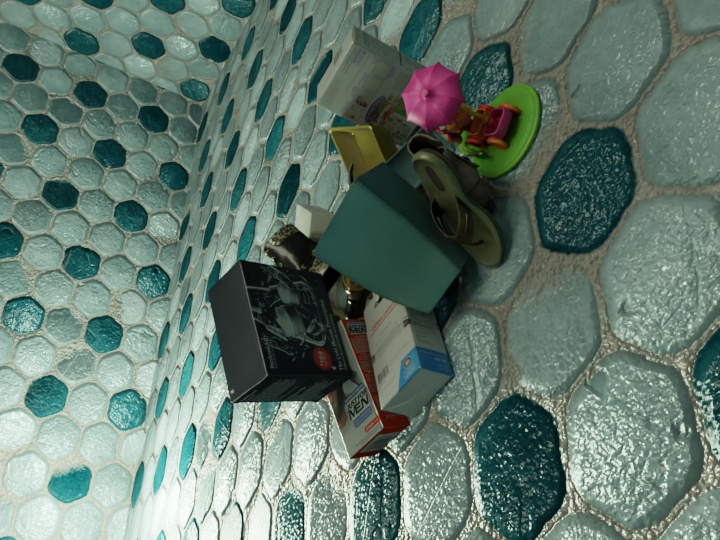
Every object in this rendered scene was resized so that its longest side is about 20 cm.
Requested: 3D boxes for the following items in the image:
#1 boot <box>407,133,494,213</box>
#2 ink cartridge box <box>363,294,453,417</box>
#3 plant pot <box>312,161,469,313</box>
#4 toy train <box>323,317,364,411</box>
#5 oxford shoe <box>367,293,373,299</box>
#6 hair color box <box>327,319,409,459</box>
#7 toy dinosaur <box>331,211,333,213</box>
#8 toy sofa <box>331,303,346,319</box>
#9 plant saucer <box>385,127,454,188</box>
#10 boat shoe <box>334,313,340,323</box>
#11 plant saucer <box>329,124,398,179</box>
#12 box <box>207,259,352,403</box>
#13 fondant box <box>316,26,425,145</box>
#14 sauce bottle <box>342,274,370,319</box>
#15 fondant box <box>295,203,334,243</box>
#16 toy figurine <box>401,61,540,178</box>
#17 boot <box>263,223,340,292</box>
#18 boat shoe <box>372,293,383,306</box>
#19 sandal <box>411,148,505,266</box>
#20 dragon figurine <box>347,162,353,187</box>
[{"bbox_3d":[0.123,-0.154,0.981,0.071,0.146,0.199,-53,32,-3],"label":"boot"},{"bbox_3d":[0.071,0.115,1.021,0.117,0.067,0.202,-53,33,34],"label":"ink cartridge box"},{"bbox_3d":[0.059,-0.039,0.974,0.142,0.199,0.141,-56,-6,28],"label":"plant pot"},{"bbox_3d":[-0.010,0.171,1.171,0.199,0.055,0.153,-30,65,47],"label":"toy train"},{"bbox_3d":[-0.011,-0.035,1.253,0.071,0.074,0.203,-50,41,42],"label":"oxford shoe"},{"bbox_3d":[-0.004,0.197,1.068,0.111,0.063,0.202,-51,49,37],"label":"hair color box"},{"bbox_3d":[-0.052,-0.062,1.402,0.201,0.057,0.103,-109,28,-55],"label":"toy dinosaur"},{"bbox_3d":[-0.090,0.092,1.334,0.099,0.082,0.200,-66,27,10],"label":"toy sofa"},{"bbox_3d":[0.072,-0.165,1.090,0.200,0.070,0.019,-44,5,-11],"label":"plant saucer"},{"bbox_3d":[-0.096,0.149,1.177,0.061,0.071,0.204,44,124,33],"label":"boat shoe"},{"bbox_3d":[0.033,-0.191,1.199,0.048,0.202,0.199,-32,22,-16],"label":"plant saucer"},{"bbox_3d":[-0.132,0.104,1.037,0.104,0.180,0.203,-39,58,34],"label":"box"},{"bbox_3d":[0.034,-0.343,1.196,0.145,0.197,0.059,-48,30,39],"label":"fondant box"},{"bbox_3d":[0.000,0.000,1.141,0.065,0.063,0.203,-119,29,-56],"label":"sauce bottle"},{"bbox_3d":[-0.105,-0.062,1.385,0.200,0.057,0.147,-141,55,-73],"label":"fondant box"},{"bbox_3d":[0.142,-0.246,0.967,0.200,0.181,0.153,29,100,64],"label":"toy figurine"},{"bbox_3d":[-0.141,0.016,1.241,0.153,0.074,0.205,34,81,28],"label":"boot"},{"bbox_3d":[0.079,-0.027,1.091,0.072,0.071,0.203,16,84,63],"label":"boat shoe"},{"bbox_3d":[0.129,-0.079,0.894,0.079,0.202,0.058,-11,35,55],"label":"sandal"},{"bbox_3d":[0.016,-0.097,1.197,0.059,0.097,0.205,57,-145,-82],"label":"dragon figurine"}]
